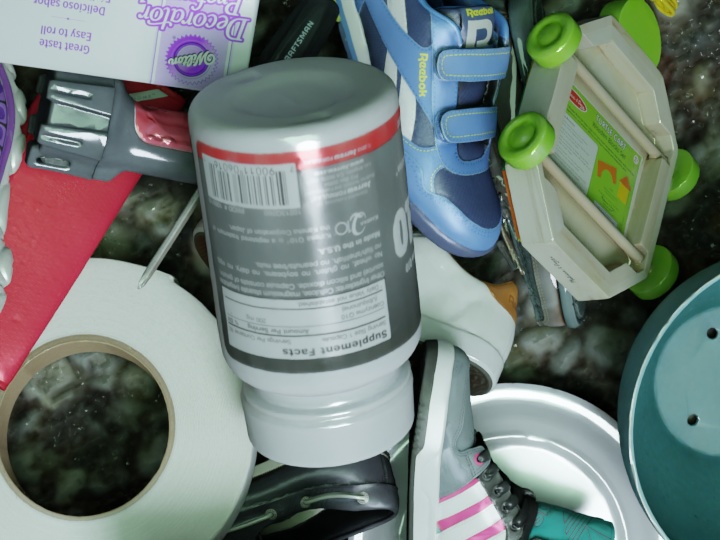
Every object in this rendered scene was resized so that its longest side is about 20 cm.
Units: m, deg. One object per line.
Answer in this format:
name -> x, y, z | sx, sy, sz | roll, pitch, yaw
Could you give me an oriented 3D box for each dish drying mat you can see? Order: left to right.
dish drying mat -> -0.183, -0.036, 1.320 | 0.077, 0.018, 0.201 | 34, 77, -12

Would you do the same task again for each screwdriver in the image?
screwdriver -> -0.073, -0.075, 1.274 | 0.029, 0.028, 0.200 | 48, 69, -33

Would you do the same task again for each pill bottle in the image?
pill bottle -> -0.026, -0.004, 1.247 | 0.113, 0.114, 0.201 | -9, 115, -5

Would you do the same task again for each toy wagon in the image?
toy wagon -> 0.143, -0.084, 1.334 | 0.155, 0.039, 0.201 | 42, 53, -40

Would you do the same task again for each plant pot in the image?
plant pot -> 0.236, 0.078, 1.357 | 0.199, 0.135, 0.202 | -2, 99, -10

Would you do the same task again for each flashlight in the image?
flashlight -> -0.087, -0.080, 1.313 | 0.199, 0.068, 0.068 | 12, 140, -18

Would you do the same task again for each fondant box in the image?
fondant box -> -0.118, -0.204, 1.238 | 0.143, 0.058, 0.201 | 8, 116, -7

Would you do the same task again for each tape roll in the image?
tape roll -> -0.158, 0.093, 1.327 | 0.201, 0.037, 0.204 | 0, 78, 2

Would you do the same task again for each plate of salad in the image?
plate of salad -> 0.091, 0.168, 1.400 | 0.199, 0.048, 0.202 | 0, 94, -2

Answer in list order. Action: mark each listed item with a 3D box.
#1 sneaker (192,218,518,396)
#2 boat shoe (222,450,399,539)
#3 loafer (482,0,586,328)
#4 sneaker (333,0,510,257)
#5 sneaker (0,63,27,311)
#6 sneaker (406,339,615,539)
sneaker -> 0.000, 0.000, 1.364 | 0.199, 0.073, 0.085 | 25, 62, -2
boat shoe -> -0.069, 0.160, 1.358 | 0.199, 0.073, 0.063 | -28, 64, 2
loafer -> 0.092, -0.063, 1.361 | 0.062, 0.072, 0.201 | -8, 94, 15
sneaker -> 0.046, -0.107, 1.303 | 0.082, 0.074, 0.201 | -20, 87, 34
sneaker -> -0.233, -0.061, 1.271 | 0.080, 0.083, 0.201 | -13, 64, 11
sneaker -> 0.087, 0.137, 1.324 | 0.120, 0.084, 0.201 | 0, 110, 0
